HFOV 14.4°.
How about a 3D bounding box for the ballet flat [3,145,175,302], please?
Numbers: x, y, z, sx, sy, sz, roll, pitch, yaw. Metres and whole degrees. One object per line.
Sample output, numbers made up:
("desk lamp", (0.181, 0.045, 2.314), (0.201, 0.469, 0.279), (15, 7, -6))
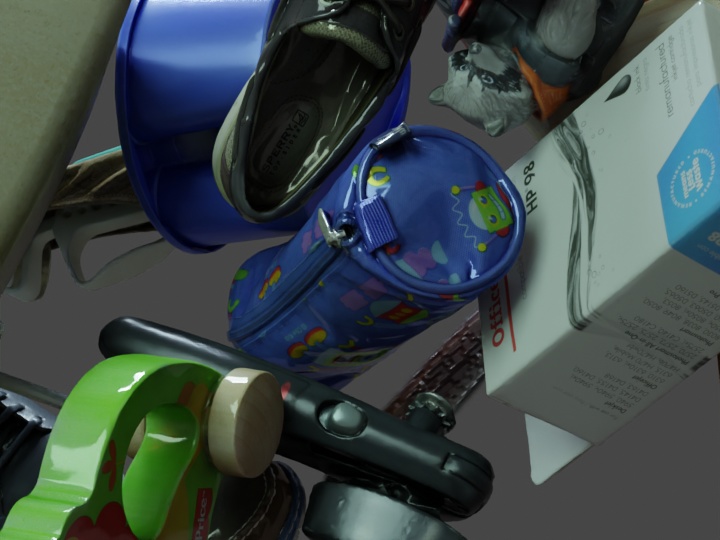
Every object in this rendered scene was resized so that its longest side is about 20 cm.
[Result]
("ballet flat", (-0.153, -0.023, 1.495), (0.199, 0.068, 0.073), (-9, 71, 22))

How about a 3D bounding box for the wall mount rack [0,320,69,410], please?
("wall mount rack", (-0.193, 0.104, 1.284), (0.075, 0.174, 0.200), (48, 114, 6))

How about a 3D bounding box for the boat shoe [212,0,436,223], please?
("boat shoe", (-0.005, -0.108, 1.275), (0.200, 0.072, 0.065), (-61, 15, 10))

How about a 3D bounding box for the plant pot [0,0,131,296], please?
("plant pot", (-0.230, -0.052, 1.305), (0.199, 0.200, 0.178), (16, 76, -7))

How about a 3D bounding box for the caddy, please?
("caddy", (-0.056, -0.097, 1.409), (0.105, 0.142, 0.200), (-5, 31, 25))

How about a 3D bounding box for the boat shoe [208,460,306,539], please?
("boat shoe", (-0.117, 0.145, 1.320), (0.200, 0.072, 0.072), (-37, 44, 2))

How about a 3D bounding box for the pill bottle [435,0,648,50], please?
("pill bottle", (0.062, -0.193, 1.382), (0.114, 0.200, 0.114), (-18, 48, 20))

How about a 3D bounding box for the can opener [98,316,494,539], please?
("can opener", (-0.031, 0.069, 1.292), (0.200, 0.063, 0.079), (27, 59, 14))

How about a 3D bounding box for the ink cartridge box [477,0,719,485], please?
("ink cartridge box", (0.111, -0.007, 1.243), (0.200, 0.067, 0.116), (-42, 36, 35))

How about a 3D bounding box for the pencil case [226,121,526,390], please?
("pencil case", (0.000, 0.000, 1.285), (0.087, 0.200, 0.078), (-8, 76, -23))

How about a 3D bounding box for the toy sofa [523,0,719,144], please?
("toy sofa", (0.175, -0.097, 1.317), (0.199, 0.083, 0.098), (-23, 51, 16))

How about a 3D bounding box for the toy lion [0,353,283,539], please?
("toy lion", (-0.109, 0.134, 1.191), (0.068, 0.192, 0.201), (7, 88, 23))

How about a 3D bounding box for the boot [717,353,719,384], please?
("boot", (0.221, -0.033, 1.246), (0.144, 0.071, 0.202), (-6, 57, 29))

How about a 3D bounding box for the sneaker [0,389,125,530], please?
("sneaker", (-0.213, 0.062, 1.399), (0.202, 0.146, 0.077), (24, 69, 41))

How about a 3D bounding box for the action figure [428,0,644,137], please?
("action figure", (0.104, -0.139, 1.248), (0.105, 0.200, 0.194), (40, 91, 4))
